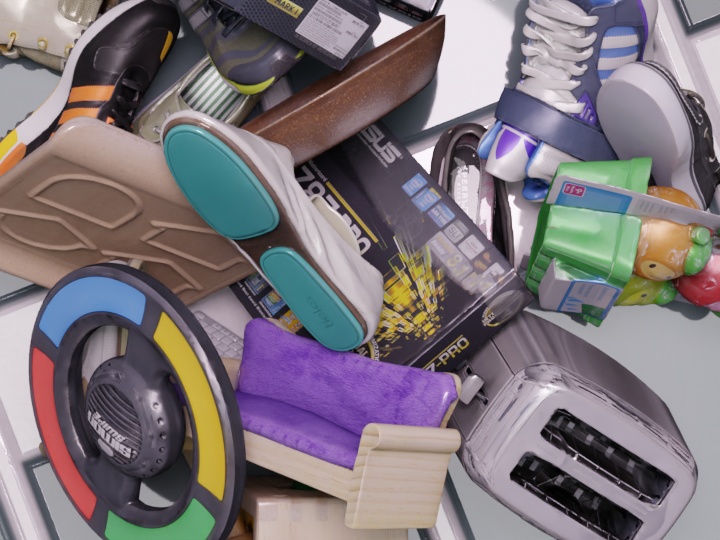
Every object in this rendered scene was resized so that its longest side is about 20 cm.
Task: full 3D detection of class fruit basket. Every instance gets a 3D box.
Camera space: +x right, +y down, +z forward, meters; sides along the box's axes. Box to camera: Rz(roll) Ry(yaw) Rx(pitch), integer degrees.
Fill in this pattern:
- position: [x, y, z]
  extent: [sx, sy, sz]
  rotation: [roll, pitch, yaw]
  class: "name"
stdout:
- position: [0.214, -0.002, 1.166]
  extent: [0.200, 0.185, 0.094]
  rotation: [19, 73, 3]
  class: "fruit basket"

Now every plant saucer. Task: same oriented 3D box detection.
- position: [-0.022, -0.107, 1.151]
  extent: [0.200, 0.200, 0.037]
  rotation: [-30, 99, 1]
  class: "plant saucer"

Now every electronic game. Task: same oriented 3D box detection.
- position: [-0.144, 0.093, 1.083]
  extent: [0.200, 0.042, 0.200]
  rotation: [17, 115, 39]
  class: "electronic game"

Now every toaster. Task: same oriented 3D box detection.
- position: [0.147, 0.120, 1.173]
  extent: [0.200, 0.129, 0.114]
  rotation: [34, 102, -12]
  class: "toaster"

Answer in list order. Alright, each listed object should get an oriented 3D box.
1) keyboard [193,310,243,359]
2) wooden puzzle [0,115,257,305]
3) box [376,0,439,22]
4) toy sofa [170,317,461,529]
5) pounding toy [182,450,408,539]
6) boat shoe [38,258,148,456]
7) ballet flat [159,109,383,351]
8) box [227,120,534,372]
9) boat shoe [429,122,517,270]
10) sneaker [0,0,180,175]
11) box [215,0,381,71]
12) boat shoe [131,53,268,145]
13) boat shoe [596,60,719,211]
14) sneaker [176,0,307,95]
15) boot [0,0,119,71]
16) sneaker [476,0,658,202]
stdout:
- position: [-0.062, 0.084, 1.197]
  extent: [0.200, 0.056, 0.011]
  rotation: [31, 120, 29]
  class: "keyboard"
- position: [-0.156, -0.037, 1.144]
  extent: [0.185, 0.200, 0.046]
  rotation: [22, 59, -29]
  class: "wooden puzzle"
- position: [0.020, -0.303, 1.246]
  extent: [0.159, 0.046, 0.200]
  rotation: [24, 90, 2]
  class: "box"
- position: [-0.038, 0.090, 1.084]
  extent: [0.200, 0.083, 0.098]
  rotation: [16, 94, 41]
  class: "toy sofa"
- position: [-0.055, 0.204, 1.180]
  extent: [0.142, 0.184, 0.200]
  rotation: [1, 88, -11]
  class: "pounding toy"
- position: [-0.186, 0.073, 1.186]
  extent: [0.068, 0.075, 0.200]
  rotation: [13, 127, 1]
  class: "boat shoe"
- position: [-0.051, -0.035, 1.066]
  extent: [0.069, 0.069, 0.200]
  rotation: [-39, 117, 0]
  class: "ballet flat"
- position: [0.000, 0.000, 1.191]
  extent: [0.161, 0.049, 0.200]
  rotation: [-38, 55, 0]
  class: "box"
- position: [0.079, -0.007, 1.231]
  extent: [0.067, 0.057, 0.200]
  rotation: [-4, 88, 1]
  class: "boat shoe"
- position: [-0.181, -0.099, 1.209]
  extent: [0.200, 0.070, 0.090]
  rotation: [-47, 64, 17]
  class: "sneaker"
- position: [-0.088, -0.228, 1.111]
  extent: [0.200, 0.158, 0.051]
  rotation: [28, 116, -28]
  class: "box"
- position: [-0.124, -0.109, 1.236]
  extent: [0.072, 0.062, 0.200]
  rotation: [38, 90, 2]
  class: "boat shoe"
- position: [0.210, -0.093, 1.172]
  extent: [0.069, 0.200, 0.057]
  rotation: [33, 78, 27]
  class: "boat shoe"
- position: [-0.101, -0.193, 1.180]
  extent: [0.074, 0.081, 0.200]
  rotation: [-42, 48, 3]
  class: "sneaker"
- position: [-0.269, -0.165, 1.239]
  extent: [0.155, 0.072, 0.200]
  rotation: [25, 86, 0]
  class: "boot"
- position: [0.133, -0.129, 1.161]
  extent: [0.081, 0.200, 0.146]
  rotation: [28, 71, 29]
  class: "sneaker"
